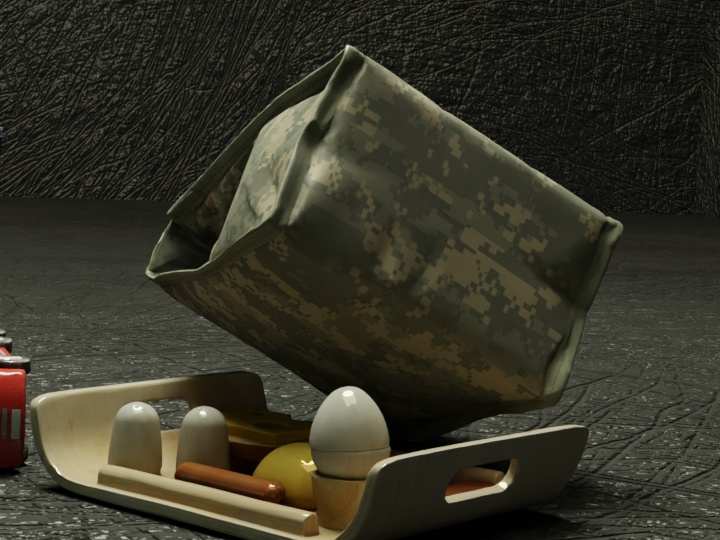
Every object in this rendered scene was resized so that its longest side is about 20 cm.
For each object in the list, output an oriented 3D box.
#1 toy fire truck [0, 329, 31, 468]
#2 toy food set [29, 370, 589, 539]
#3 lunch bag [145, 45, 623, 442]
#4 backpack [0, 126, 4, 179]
[{"bbox_3d":[-0.242,0.055,0.816,0.140,0.049,0.200,1,6,-19],"label":"toy fire truck"},{"bbox_3d":[-0.024,0.069,0.721,0.199,0.061,0.143,8,7,40],"label":"toy food set"},{"bbox_3d":[0.000,0.000,0.812,0.164,0.118,0.200,31,-25,-17],"label":"lunch bag"},{"bbox_3d":[-0.711,-0.185,2.755,0.199,0.135,0.182,6,6,22],"label":"backpack"}]
